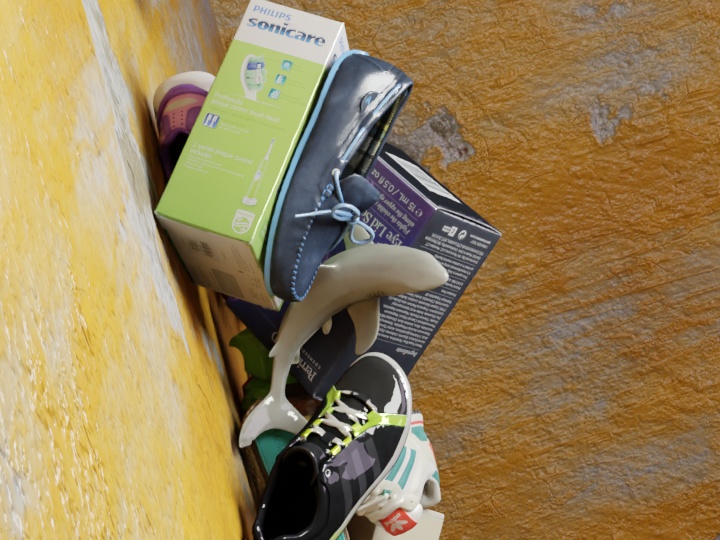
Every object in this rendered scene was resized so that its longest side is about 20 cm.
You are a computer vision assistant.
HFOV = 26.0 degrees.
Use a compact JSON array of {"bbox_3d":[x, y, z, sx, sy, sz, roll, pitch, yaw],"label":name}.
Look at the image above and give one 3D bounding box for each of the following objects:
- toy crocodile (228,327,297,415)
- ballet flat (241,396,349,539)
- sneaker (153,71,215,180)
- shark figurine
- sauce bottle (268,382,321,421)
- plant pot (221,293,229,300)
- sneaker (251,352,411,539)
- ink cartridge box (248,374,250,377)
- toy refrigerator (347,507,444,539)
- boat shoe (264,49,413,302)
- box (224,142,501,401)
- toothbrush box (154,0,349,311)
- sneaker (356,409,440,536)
[{"bbox_3d":[-0.077,0.142,1.461,0.068,0.061,0.201,-48,135,-40],"label":"toy crocodile"},{"bbox_3d":[-0.053,0.204,1.330,0.065,0.070,0.202,157,-81,-79],"label":"ballet flat"},{"bbox_3d":[-0.129,-0.069,1.361,0.089,0.080,0.201,-94,165,-60],"label":"sneaker"},{"bbox_3d":[-0.042,0.035,1.265,0.089,0.215,0.128,19,28,-53],"label":"shark figurine"},{"bbox_3d":[-0.047,0.203,1.395,0.066,0.065,0.202,-108,-164,-79],"label":"sauce bottle"},{"bbox_3d":[-0.076,-0.063,1.532,0.200,0.198,0.181,-108,-163,-78],"label":"plant pot"},{"bbox_3d":[-0.021,0.144,1.178,0.201,0.071,0.083,-62,159,-21],"label":"sneaker"},{"bbox_3d":[-0.054,0.132,1.586,0.201,0.103,0.060,-106,179,-52],"label":"ink cartridge box"},{"bbox_3d":[0.008,0.254,1.472,0.200,0.070,0.076,163,-55,-70],"label":"toy refrigerator"},{"bbox_3d":[-0.016,-0.069,1.190,0.084,0.068,0.201,11,98,-76],"label":"boat shoe"},{"bbox_3d":[0.000,0.000,1.363,0.104,0.201,0.148,19,18,-50],"label":"box"},{"bbox_3d":[-0.076,-0.091,1.253,0.146,0.086,0.201,74,37,-68],"label":"toothbrush box"},{"bbox_3d":[0.015,0.180,1.312,0.199,0.070,0.094,-9,73,-64],"label":"sneaker"}]
